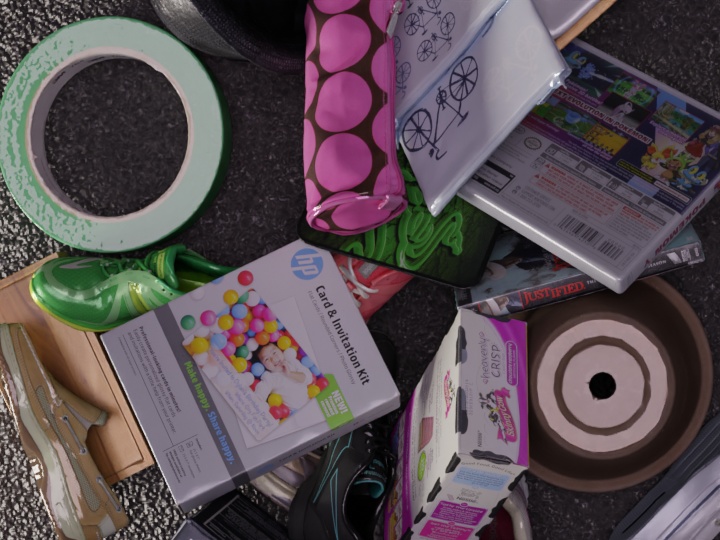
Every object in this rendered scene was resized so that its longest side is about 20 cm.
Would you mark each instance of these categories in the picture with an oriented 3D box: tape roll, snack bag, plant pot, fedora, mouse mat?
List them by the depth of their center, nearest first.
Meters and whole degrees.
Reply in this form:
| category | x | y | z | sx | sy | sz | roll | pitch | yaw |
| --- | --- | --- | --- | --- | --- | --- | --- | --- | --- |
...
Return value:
| category | x | y | z | sx | sy | sz | roll | pitch | yaw |
| --- | --- | --- | --- | --- | --- | --- | --- | --- | --- |
| snack bag | 0.073 | -0.169 | 1.479 | 0.189 | 0.021 | 0.201 | -47 | 50 | 35 |
| plant pot | 0.190 | 0.087 | 1.492 | 0.198 | 0.175 | 0.203 | 0 | 90 | 6 |
| mouse mat | 0.052 | -0.084 | 1.525 | 0.159 | 0.008 | 0.201 | 16 | 61 | 13 |
| fedora | -0.114 | -0.242 | 1.547 | 0.091 | 0.200 | 0.202 | -25 | 88 | 41 |
| tape roll | -0.212 | -0.116 | 1.590 | 0.198 | 0.048 | 0.203 | 0 | 91 | 6 |

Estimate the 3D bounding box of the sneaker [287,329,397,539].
| category | x | y | z | sx | sy | sz | roll | pitch | yaw |
| --- | --- | --- | --- | --- | --- | --- | --- | --- | --- |
| sneaker | 0.004 | 0.147 | 1.534 | 0.075 | 0.079 | 0.202 | 25 | 71 | -36 |

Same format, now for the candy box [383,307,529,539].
| category | x | y | z | sx | sy | sz | roll | pitch | yaw |
| --- | --- | --- | --- | --- | --- | --- | --- | --- | --- |
| candy box | 0.074 | 0.144 | 1.469 | 0.060 | 0.201 | 0.137 | 12 | 52 | -11 |

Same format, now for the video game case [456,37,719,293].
| category | x | y | z | sx | sy | sz | roll | pitch | yaw |
| --- | --- | --- | --- | --- | --- | --- | --- | --- | --- |
| video game case | 0.188 | -0.091 | 1.489 | 0.199 | 0.023 | 0.182 | 33 | 66 | 31 |

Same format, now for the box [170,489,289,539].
| category | x | y | z | sx | sy | sz | roll | pitch | yaw |
| --- | --- | --- | --- | --- | --- | --- | --- | --- | --- |
| box | -0.083 | 0.293 | 1.505 | 0.199 | 0.198 | 0.124 | 38 | 93 | 4 |

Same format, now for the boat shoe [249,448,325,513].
| category | x | y | z | sx | sy | sz | roll | pitch | yaw |
| --- | --- | --- | --- | --- | --- | --- | --- | --- | --- |
| boat shoe | -0.103 | 0.133 | 1.576 | 0.199 | 0.074 | 0.074 | 37 | 81 | -6 |

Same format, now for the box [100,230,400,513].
| category | x | y | z | sx | sy | sz | roll | pitch | yaw |
| --- | --- | --- | --- | --- | --- | --- | --- | --- | --- |
| box | -0.088 | 0.081 | 1.487 | 0.198 | 0.041 | 0.157 | -25 | 74 | -7 |

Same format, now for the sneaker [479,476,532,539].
| category | x | y | z | sx | sy | sz | roll | pitch | yaw |
| --- | --- | --- | --- | --- | --- | --- | --- | --- | --- |
| sneaker | 0.108 | 0.261 | 1.542 | 0.080 | 0.088 | 0.202 | -5 | 90 | 5 |

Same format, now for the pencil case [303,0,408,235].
| category | x | y | z | sx | sy | sz | roll | pitch | yaw |
| --- | --- | --- | --- | --- | --- | --- | --- | --- | --- |
| pencil case | -0.001 | -0.132 | 1.477 | 0.093 | 0.091 | 0.202 | -10 | 73 | 28 |

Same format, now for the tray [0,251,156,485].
| category | x | y | z | sx | sy | sz | roll | pitch | yaw |
| --- | --- | --- | --- | --- | --- | --- | --- | --- | --- |
| tray | -0.260 | 0.096 | 1.601 | 0.098 | 0.037 | 0.202 | -26 | 87 | 5 |

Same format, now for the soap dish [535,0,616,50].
| category | x | y | z | sx | sy | sz | roll | pitch | yaw |
| --- | --- | --- | --- | --- | --- | --- | --- | --- | --- |
| soap dish | 0.150 | -0.300 | 1.538 | 0.157 | 0.081 | 0.200 | -41 | 87 | 4 |

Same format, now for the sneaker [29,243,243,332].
| category | x | y | z | sx | sy | sz | roll | pitch | yaw |
| --- | --- | --- | --- | --- | --- | --- | --- | --- | --- |
| sneaker | -0.178 | 0.008 | 1.557 | 0.198 | 0.084 | 0.075 | 5 | 47 | -7 |

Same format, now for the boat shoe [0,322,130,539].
| category | x | y | z | sx | sy | sz | roll | pitch | yaw |
| --- | --- | --- | --- | --- | --- | --- | --- | --- | --- |
| boat shoe | -0.250 | 0.132 | 1.557 | 0.075 | 0.072 | 0.202 | -21 | 96 | -9 |

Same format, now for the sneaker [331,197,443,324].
| category | x | y | z | sx | sy | sz | roll | pitch | yaw |
| --- | --- | --- | --- | --- | --- | --- | --- | --- | --- |
| sneaker | 0.000 | 0.000 | 1.551 | 0.200 | 0.087 | 0.074 | -44 | 86 | 4 |

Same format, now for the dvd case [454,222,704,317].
| category | x | y | z | sx | sy | sz | roll | pitch | yaw |
| --- | --- | --- | --- | --- | --- | --- | --- | --- | --- |
| dvd case | 0.172 | -0.013 | 1.509 | 0.198 | 0.146 | 0.022 | -16 | 109 | 6 |

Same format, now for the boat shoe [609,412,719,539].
| category | x | y | z | sx | sy | sz | roll | pitch | yaw |
| --- | --- | --- | --- | --- | --- | --- | --- | --- | --- |
| boat shoe | 0.297 | 0.182 | 1.542 | 0.067 | 0.074 | 0.200 | 42 | 103 | -11 |
